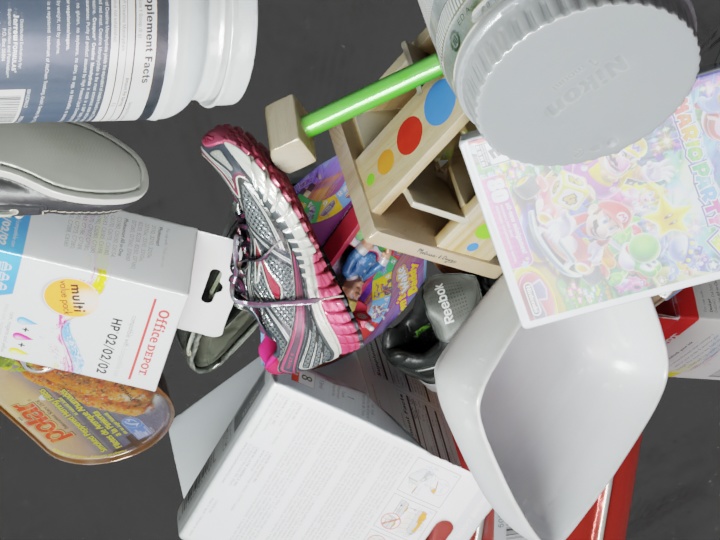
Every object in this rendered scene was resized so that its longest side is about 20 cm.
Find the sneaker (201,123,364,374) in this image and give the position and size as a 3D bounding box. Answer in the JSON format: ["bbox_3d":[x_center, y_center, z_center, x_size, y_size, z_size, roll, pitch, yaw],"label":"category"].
[{"bbox_3d":[-0.064,-0.011,1.625,0.074,0.081,0.200,-25,117,0],"label":"sneaker"}]

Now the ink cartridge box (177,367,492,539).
[{"bbox_3d":[-0.015,0.169,1.765,0.199,0.050,0.162,24,116,-17],"label":"ink cartridge box"}]

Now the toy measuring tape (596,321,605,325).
[{"bbox_3d":[0.116,0.053,1.852,0.073,0.074,0.200,7,166,-29],"label":"toy measuring tape"}]

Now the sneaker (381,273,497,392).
[{"bbox_3d":[0.094,0.026,1.780,0.200,0.067,0.090,-38,147,29],"label":"sneaker"}]

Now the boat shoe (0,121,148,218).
[{"bbox_3d":[-0.245,-0.065,1.583,0.199,0.074,0.060,6,138,-24],"label":"boat shoe"}]

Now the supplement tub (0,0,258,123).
[{"bbox_3d":[-0.175,-0.161,1.429,0.199,0.141,0.141,-3,142,-19],"label":"supplement tub"}]

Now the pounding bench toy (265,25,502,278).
[{"bbox_3d":[0.052,-0.108,1.604,0.200,0.125,0.156,15,133,-36],"label":"pounding bench toy"}]

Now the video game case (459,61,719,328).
[{"bbox_3d":[0.180,-0.050,1.528,0.199,0.018,0.144,-15,112,14],"label":"video game case"}]

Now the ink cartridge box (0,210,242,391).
[{"bbox_3d":[-0.187,0.016,1.671,0.199,0.068,0.115,13,137,-9],"label":"ink cartridge box"}]

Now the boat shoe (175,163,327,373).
[{"bbox_3d":[-0.077,0.001,1.746,0.070,0.064,0.200,9,136,-31],"label":"boat shoe"}]

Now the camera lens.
[{"bbox_3d":[0.114,-0.187,1.461,0.159,0.200,0.160,-11,143,-8],"label":"camera lens"}]

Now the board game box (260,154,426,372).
[{"bbox_3d":[0.000,0.000,1.729,0.158,0.039,0.200,-25,137,-28],"label":"board game box"}]

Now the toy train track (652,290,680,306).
[{"bbox_3d":[0.284,-0.015,1.822,0.200,0.032,0.115,-33,121,-24],"label":"toy train track"}]

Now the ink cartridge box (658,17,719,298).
[{"bbox_3d":[0.237,-0.088,1.628,0.086,0.200,0.147,38,115,-4],"label":"ink cartridge box"}]

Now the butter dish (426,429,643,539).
[{"bbox_3d":[0.122,0.184,2.012,0.199,0.148,0.201,6,96,-29],"label":"butter dish"}]

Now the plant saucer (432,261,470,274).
[{"bbox_3d":[0.147,-0.041,1.805,0.199,0.038,0.200,-12,144,-9],"label":"plant saucer"}]

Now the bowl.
[{"bbox_3d":[0.133,0.077,1.701,0.200,0.074,0.200,-52,136,-25],"label":"bowl"}]

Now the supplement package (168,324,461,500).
[{"bbox_3d":[-0.038,0.150,1.878,0.200,0.156,0.111,-36,140,24],"label":"supplement package"}]

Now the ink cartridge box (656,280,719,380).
[{"bbox_3d":[0.271,0.036,1.912,0.199,0.067,0.116,5,152,-28],"label":"ink cartridge box"}]

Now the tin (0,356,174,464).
[{"bbox_3d":[-0.223,0.088,1.824,0.112,0.042,0.200,-27,143,7],"label":"tin"}]
